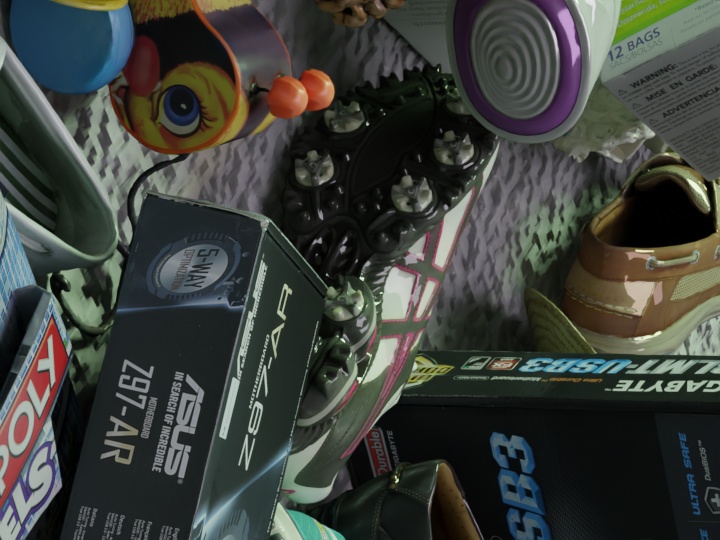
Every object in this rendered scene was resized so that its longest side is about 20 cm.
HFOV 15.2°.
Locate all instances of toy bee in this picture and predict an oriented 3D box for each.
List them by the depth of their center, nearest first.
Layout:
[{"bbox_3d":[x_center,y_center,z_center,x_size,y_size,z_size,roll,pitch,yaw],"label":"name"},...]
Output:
[{"bbox_3d":[-0.059,-0.087,0.954,0.131,0.108,0.201,-52,133,-46],"label":"toy bee"}]

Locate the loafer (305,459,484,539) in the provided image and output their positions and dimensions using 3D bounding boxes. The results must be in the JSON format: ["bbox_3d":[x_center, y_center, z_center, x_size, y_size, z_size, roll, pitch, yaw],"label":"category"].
[{"bbox_3d":[0.049,0.171,1.082,0.201,0.072,0.073,58,29,5],"label":"loafer"}]

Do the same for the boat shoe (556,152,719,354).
[{"bbox_3d":[0.159,-0.019,1.320,0.200,0.075,0.072,-41,143,-53],"label":"boat shoe"}]

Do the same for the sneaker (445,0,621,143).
[{"bbox_3d":[0.065,-0.157,1.071,0.100,0.074,0.202,-38,129,-66],"label":"sneaker"}]

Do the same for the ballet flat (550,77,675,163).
[{"bbox_3d":[0.145,-0.086,1.336,0.199,0.071,0.072,-7,96,-56],"label":"ballet flat"}]

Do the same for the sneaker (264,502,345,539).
[{"bbox_3d":[-0.001,0.172,1.011,0.079,0.077,0.201,18,43,-49],"label":"sneaker"}]

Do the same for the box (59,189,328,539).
[{"bbox_3d":[-0.063,0.085,0.931,0.160,0.043,0.202,57,46,-79],"label":"box"}]

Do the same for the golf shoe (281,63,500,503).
[{"bbox_3d":[0.000,0.000,1.100,0.201,0.077,0.088,-58,153,-32],"label":"golf shoe"}]

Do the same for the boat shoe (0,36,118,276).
[{"bbox_3d":[-0.141,-0.069,0.860,0.200,0.066,0.074,50,50,-46],"label":"boat shoe"}]

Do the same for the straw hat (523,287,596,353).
[{"bbox_3d":[0.095,0.109,1.218,0.085,0.201,0.202,-35,131,-5],"label":"straw hat"}]

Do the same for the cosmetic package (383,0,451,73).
[{"bbox_3d":[0.031,-0.165,1.130,0.200,0.074,0.102,36,62,-51],"label":"cosmetic package"}]

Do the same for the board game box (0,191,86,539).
[{"bbox_3d":[-0.141,0.069,0.810,0.200,0.061,0.201,80,29,-54],"label":"board game box"}]

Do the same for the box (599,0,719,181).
[{"bbox_3d":[0.163,-0.163,1.236,0.101,0.112,0.201,35,38,-46],"label":"box"}]

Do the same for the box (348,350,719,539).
[{"bbox_3d":[0.102,0.130,1.131,0.050,0.197,0.201,-44,127,-50],"label":"box"}]

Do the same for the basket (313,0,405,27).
[{"bbox_3d":[-0.003,-0.217,0.945,0.149,0.142,0.201,45,23,-49],"label":"basket"}]
